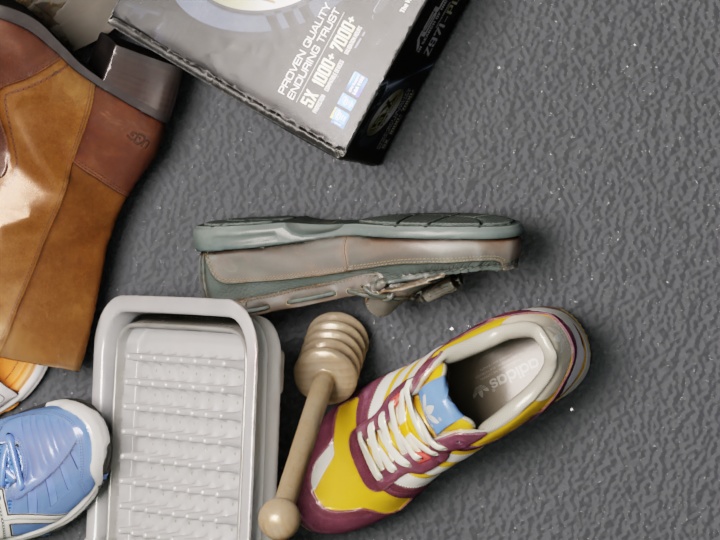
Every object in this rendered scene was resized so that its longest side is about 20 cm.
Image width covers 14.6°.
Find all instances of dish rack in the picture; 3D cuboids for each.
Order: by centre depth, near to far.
[{"bbox_3d":[-0.096,0.116,1.603,0.171,0.043,0.201,1,89,54],"label":"dish rack"}]

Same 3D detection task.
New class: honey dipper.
[{"bbox_3d":[-0.030,0.086,1.542,0.038,0.200,0.038,5,119,9],"label":"honey dipper"}]

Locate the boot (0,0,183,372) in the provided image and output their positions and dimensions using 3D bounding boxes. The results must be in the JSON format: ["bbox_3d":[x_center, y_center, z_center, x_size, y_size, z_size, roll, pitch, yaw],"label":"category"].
[{"bbox_3d":[-0.219,-0.057,1.625,0.188,0.068,0.200,19,98,-23],"label":"boot"}]

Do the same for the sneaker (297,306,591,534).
[{"bbox_3d":[0.034,0.082,1.576,0.200,0.090,0.075,-36,81,11],"label":"sneaker"}]

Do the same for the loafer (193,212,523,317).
[{"bbox_3d":[0.000,0.000,1.603,0.199,0.072,0.063,0,96,24],"label":"loafer"}]

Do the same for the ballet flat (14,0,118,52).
[{"bbox_3d":[-0.224,-0.137,1.677,0.200,0.046,0.067,-25,119,18],"label":"ballet flat"}]

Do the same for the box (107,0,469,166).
[{"bbox_3d":[-0.020,-0.185,1.598,0.164,0.086,0.200,32,97,14],"label":"box"}]

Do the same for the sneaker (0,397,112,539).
[{"bbox_3d":[-0.234,0.133,1.645,0.200,0.077,0.076,-26,81,20],"label":"sneaker"}]

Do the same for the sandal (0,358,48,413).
[{"bbox_3d":[-0.273,0.075,1.675,0.206,0.059,0.079,-35,81,12],"label":"sandal"}]
